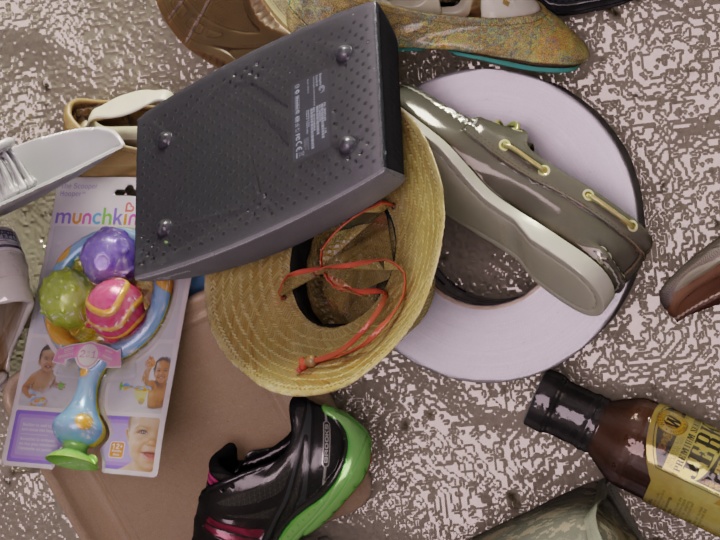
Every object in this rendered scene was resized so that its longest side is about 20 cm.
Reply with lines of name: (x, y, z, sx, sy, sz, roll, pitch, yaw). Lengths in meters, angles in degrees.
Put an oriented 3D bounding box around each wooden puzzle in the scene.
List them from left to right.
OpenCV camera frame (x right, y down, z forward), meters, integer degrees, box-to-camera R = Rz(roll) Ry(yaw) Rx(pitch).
wooden puzzle: (-0.115, 0.112, 1.393, 0.199, 0.037, 0.186, -24, 108, 9)

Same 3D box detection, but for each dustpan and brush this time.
dustpan and brush: (-0.256, -0.061, 1.376, 0.139, 0.200, 0.058, -28, 93, -29)

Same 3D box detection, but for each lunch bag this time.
lunch bag: (0.105, 0.221, 1.288, 0.163, 0.200, 0.118, -29, 87, 11)

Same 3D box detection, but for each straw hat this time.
straw hat: (0.000, 0.000, 1.282, 0.200, 0.085, 0.203, -20, 58, 34)

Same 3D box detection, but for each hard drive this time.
hard drive: (-0.057, -0.073, 1.277, 0.199, 0.042, 0.136, -22, 56, 31)

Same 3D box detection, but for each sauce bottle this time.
sauce bottle: (0.202, 0.124, 1.330, 0.198, 0.065, 0.065, 24, 98, 8)

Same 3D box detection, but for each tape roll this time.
tape roll: (0.086, -0.030, 1.347, 0.198, 0.066, 0.203, 1, 92, 12)

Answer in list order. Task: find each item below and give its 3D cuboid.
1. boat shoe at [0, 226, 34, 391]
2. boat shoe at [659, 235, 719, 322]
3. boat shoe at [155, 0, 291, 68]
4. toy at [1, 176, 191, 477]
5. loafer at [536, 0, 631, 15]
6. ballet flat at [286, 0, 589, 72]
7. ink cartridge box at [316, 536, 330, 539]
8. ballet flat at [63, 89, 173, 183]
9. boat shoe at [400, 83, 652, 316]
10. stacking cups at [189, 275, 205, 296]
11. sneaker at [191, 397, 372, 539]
boat shoe: (-0.268, 0.057, 1.386, 0.200, 0.070, 0.070, -52, 55, 40)
boat shoe: (0.285, -0.012, 1.301, 0.199, 0.076, 0.072, -28, 89, 14)
boat shoe: (-0.070, -0.159, 1.375, 0.071, 0.064, 0.200, -45, 67, 18)
toy: (-0.173, 0.029, 1.335, 0.114, 0.047, 0.202, 2, 75, 21)
loafer: (0.197, -0.222, 1.308, 0.199, 0.070, 0.069, -25, 89, 13)
ballet flat: (0.053, -0.167, 1.305, 0.198, 0.071, 0.071, 5, 94, -6)
ink cartridge box: (-0.059, 0.267, 1.325, 0.083, 0.200, 0.147, 40, 101, 7)
ballet flat: (-0.110, -0.090, 1.378, 0.198, 0.069, 0.063, -2, 128, 13)
boat shoe: (0.091, -0.055, 1.278, 0.201, 0.072, 0.060, 40, 72, 18)
stacking cups: (-0.107, -0.003, 1.388, 0.199, 0.060, 0.061, -30, 87, 15)
sneaker: (-0.079, 0.162, 1.359, 0.084, 0.077, 0.200, 41, 96, -7)
